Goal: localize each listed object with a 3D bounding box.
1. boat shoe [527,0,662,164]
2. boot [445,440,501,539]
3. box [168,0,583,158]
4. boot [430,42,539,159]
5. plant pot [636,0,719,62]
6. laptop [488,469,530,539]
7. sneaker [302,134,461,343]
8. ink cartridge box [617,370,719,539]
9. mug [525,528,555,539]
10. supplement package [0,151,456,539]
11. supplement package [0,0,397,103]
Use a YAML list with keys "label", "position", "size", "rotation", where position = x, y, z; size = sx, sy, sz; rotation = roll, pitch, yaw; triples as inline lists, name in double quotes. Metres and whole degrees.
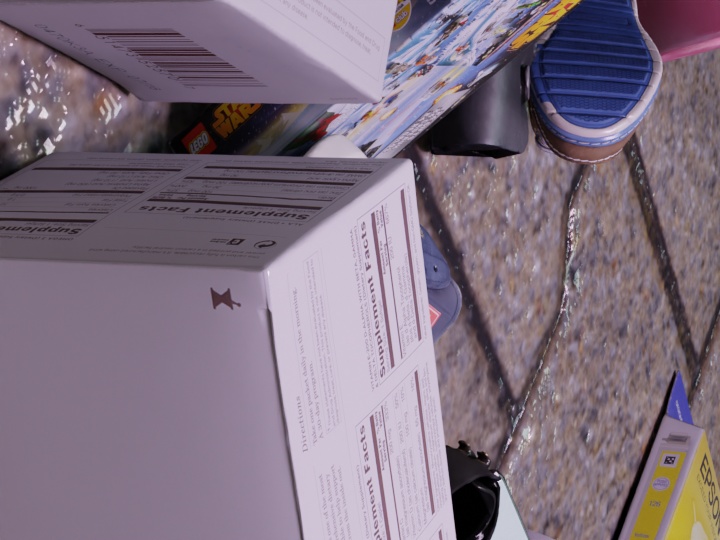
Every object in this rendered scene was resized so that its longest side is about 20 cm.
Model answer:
- label: "boat shoe"
  position: [0.128, -0.102, 1.029]
  size: [0.200, 0.072, 0.073]
  rotation: [-75, 172, -58]
- label: "boot"
  position: [0.018, 0.079, 0.815]
  size: [0.200, 0.138, 0.078]
  rotation: [-46, 133, -51]
- label: "box"
  position: [0.029, -0.102, 0.771]
  size: [0.040, 0.200, 0.137]
  rotation: [57, 28, 10]
- label: "boot"
  position: [0.062, -0.157, 0.905]
  size: [0.165, 0.065, 0.201]
  rotation: [3, 97, -78]
- label: "plant pot"
  position: [0.250, -0.243, 1.175]
  size: [0.200, 0.199, 0.180]
  rotation: [-18, 94, -60]
- label: "laptop"
  position: [0.049, 0.226, 0.792]
  size: [0.187, 0.116, 0.201]
  rotation: [-30, 108, -22]
- label: "sneaker"
  position: [0.000, 0.000, 0.763]
  size: [0.075, 0.085, 0.200]
  rotation: [-43, 173, 9]
- label: "ink cartridge box"
  position: [0.242, 0.214, 1.354]
  size: [0.200, 0.047, 0.198]
  rotation: [-59, 141, -37]
- label: "mug"
  position: [0.080, 0.243, 0.931]
  size: [0.153, 0.186, 0.150]
  rotation: [-53, 175, -33]
- label: "supplement package"
  position: [-0.061, 0.070, 0.647]
  size: [0.111, 0.155, 0.201]
  rotation: [-39, 126, -57]
- label: "supplement package"
  position: [-0.051, -0.174, 0.676]
  size: [0.117, 0.117, 0.201]
  rotation: [26, 71, -58]
